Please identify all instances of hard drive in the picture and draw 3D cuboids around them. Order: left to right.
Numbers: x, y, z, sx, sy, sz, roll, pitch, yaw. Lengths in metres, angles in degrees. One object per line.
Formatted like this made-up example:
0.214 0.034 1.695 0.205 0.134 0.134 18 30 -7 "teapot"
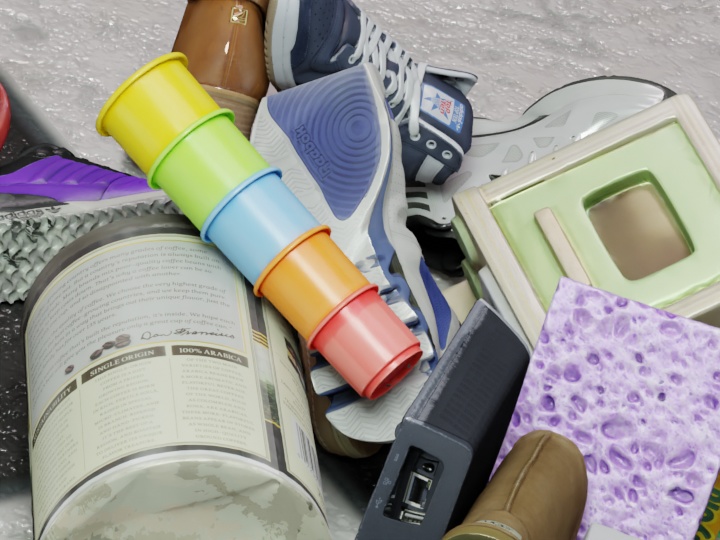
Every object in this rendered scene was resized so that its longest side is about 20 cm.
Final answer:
0.025 0.125 1.443 0.042 0.200 0.135 24 32 7 "hard drive"

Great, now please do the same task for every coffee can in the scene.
-0.095 0.087 1.501 0.146 0.146 0.200 7 34 -13 "coffee can"

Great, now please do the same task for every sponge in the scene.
0.120 0.112 1.527 0.111 0.200 0.030 20 -4 8 "sponge"

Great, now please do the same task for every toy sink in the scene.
0.121 0.014 1.630 0.200 0.112 0.130 -24 60 -4 "toy sink"

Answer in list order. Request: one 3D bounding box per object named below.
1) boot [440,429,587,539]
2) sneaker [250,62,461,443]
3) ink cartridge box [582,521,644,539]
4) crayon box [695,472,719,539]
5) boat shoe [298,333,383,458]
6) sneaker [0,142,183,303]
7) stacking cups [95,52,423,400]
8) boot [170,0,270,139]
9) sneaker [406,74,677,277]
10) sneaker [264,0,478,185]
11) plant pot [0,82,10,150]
0.057 0.176 1.413 0.066 0.175 0.200 24 11 7 "boot"
0.000 0.001 1.579 0.080 0.115 0.200 -14 78 8 "sneaker"
0.143 0.225 1.390 0.146 0.086 0.200 19 36 5 "ink cartridge box"
0.212 0.174 1.584 0.200 0.051 0.127 24 35 13 "crayon box"
-0.019 0.032 1.696 0.064 0.071 0.200 -16 40 15 "boat shoe"
-0.154 -0.038 1.730 0.200 0.070 0.100 -3 35 -26 "sneaker"
-0.051 -0.016 1.506 0.060 0.061 0.200 -27 72 -45 "stacking cups"
-0.088 -0.136 1.776 0.077 0.155 0.200 12 4 -5 "boot"
0.103 -0.045 1.801 0.200 0.076 0.115 -11 39 25 "sneaker"
0.009 -0.114 1.722 0.108 0.200 0.070 6 61 11 "sneaker"
-0.299 -0.123 1.662 0.200 0.183 0.200 -10 31 6 "plant pot"
